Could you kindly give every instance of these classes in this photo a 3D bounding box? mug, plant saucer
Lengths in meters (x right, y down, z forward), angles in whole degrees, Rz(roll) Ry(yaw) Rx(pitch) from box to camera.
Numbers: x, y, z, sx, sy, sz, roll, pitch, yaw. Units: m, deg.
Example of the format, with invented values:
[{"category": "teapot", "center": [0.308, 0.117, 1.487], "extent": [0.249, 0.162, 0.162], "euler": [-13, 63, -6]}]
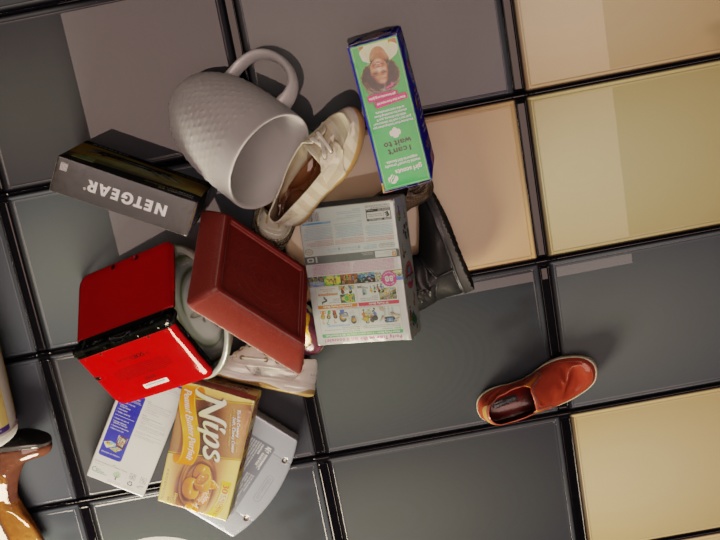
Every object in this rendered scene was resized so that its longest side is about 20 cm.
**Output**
[{"category": "mug", "center": [-0.166, -0.215, 1.403], "extent": [0.175, 0.147, 0.201], "euler": [38, 93, 28]}, {"category": "plant saucer", "center": [-0.145, 0.020, 1.421], "extent": [0.199, 0.202, 0.037], "euler": [35, 124, -28]}, {"category": "plant saucer", "center": [-0.239, 0.057, 1.491], "extent": [0.050, 0.198, 0.203], "euler": [-19, 109, -41]}]

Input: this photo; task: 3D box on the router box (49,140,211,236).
[{"category": "router box", "center": [-0.320, -0.119, 1.430], "extent": [0.197, 0.157, 0.053], "euler": [18, 104, -6]}]

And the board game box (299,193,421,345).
[{"category": "board game box", "center": [0.000, 0.000, 1.452], "extent": [0.145, 0.064, 0.203], "euler": [-4, 101, 18]}]

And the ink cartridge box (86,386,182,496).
[{"category": "ink cartridge box", "center": [-0.348, 0.247, 1.583], "extent": [0.098, 0.039, 0.202], "euler": [23, 104, -6]}]

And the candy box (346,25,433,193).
[{"category": "candy box", "center": [0.045, -0.227, 1.402], "extent": [0.076, 0.169, 0.203], "euler": [-14, 104, 8]}]

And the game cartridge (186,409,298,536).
[{"category": "game cartridge", "center": [-0.189, 0.318, 1.604], "extent": [0.132, 0.041, 0.201], "euler": [33, 101, -5]}]

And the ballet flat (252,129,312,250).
[{"category": "ballet flat", "center": [-0.113, -0.110, 1.477], "extent": [0.067, 0.075, 0.202], "euler": [20, 103, -7]}]

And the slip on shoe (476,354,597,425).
[{"category": "slip on shoe", "center": [0.276, 0.190, 1.565], "extent": [0.197, 0.061, 0.075], "euler": [-21, 102, 3]}]

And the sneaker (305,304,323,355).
[{"category": "sneaker", "center": [-0.135, 0.060, 1.505], "extent": [0.075, 0.090, 0.200], "euler": [-39, 98, 26]}]

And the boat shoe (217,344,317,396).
[{"category": "boat shoe", "center": [-0.160, 0.142, 1.549], "extent": [0.197, 0.071, 0.070], "euler": [11, 82, 4]}]

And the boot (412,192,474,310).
[{"category": "boot", "center": [0.051, -0.008, 1.517], "extent": [0.198, 0.066, 0.167], "euler": [-22, 96, 12]}]

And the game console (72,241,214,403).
[{"category": "game console", "center": [-0.318, 0.082, 1.493], "extent": [0.198, 0.119, 0.173], "euler": [-19, 122, 30]}]

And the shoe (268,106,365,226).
[{"category": "shoe", "center": [-0.061, -0.136, 1.369], "extent": [0.070, 0.053, 0.201], "euler": [48, 118, 23]}]

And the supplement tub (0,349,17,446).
[{"category": "supplement tub", "center": [-0.601, 0.165, 1.503], "extent": [0.143, 0.146, 0.203], "euler": [-8, 104, 1]}]

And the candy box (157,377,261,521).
[{"category": "candy box", "center": [-0.231, 0.268, 1.546], "extent": [0.114, 0.055, 0.203], "euler": [15, 101, 3]}]

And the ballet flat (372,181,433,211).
[{"category": "ballet flat", "center": [0.021, -0.080, 1.481], "extent": [0.199, 0.046, 0.068], "euler": [-35, 70, 18]}]

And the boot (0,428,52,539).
[{"category": "boot", "center": [-0.542, 0.362, 1.594], "extent": [0.186, 0.069, 0.203], "euler": [-17, 104, 3]}]
